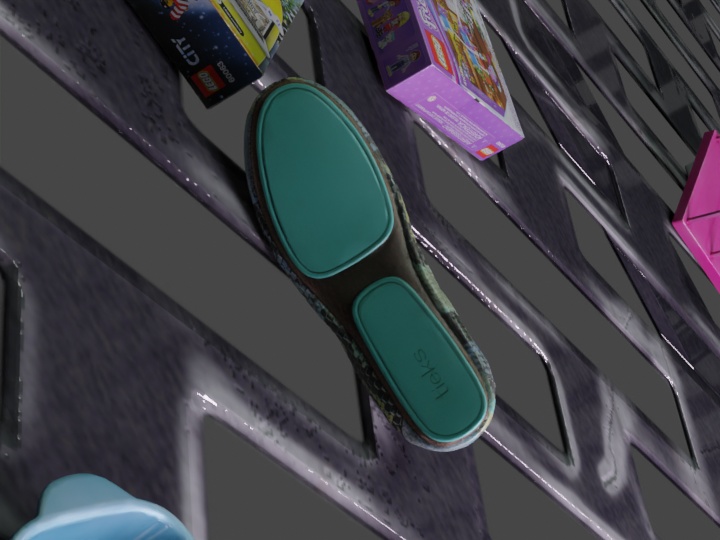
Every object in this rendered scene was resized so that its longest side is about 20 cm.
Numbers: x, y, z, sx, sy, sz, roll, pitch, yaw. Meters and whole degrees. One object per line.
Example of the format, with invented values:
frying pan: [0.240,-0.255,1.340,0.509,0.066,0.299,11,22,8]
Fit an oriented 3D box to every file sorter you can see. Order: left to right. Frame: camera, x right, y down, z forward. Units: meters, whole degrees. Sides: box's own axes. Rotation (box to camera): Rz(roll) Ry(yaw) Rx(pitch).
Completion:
file sorter: [0.420,-0.034,1.691,0.200,0.125,0.139,51,45,-25]

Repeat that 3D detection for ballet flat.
ballet flat: [0.000,0.000,0.865,0.200,0.074,0.074,65,22,2]

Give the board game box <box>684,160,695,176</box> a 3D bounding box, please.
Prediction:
board game box: [0.463,-0.099,1.815,0.148,0.200,0.064,39,31,-44]

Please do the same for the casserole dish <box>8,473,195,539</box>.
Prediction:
casserole dish: [-0.065,0.162,0.540,0.121,0.039,0.200,1,62,-65]

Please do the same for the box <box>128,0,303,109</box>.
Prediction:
box: [-0.106,-0.194,0.875,0.200,0.038,0.137,55,23,-18]

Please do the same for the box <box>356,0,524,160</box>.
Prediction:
box: [0.039,-0.187,1.189,0.137,0.039,0.200,30,38,-55]
